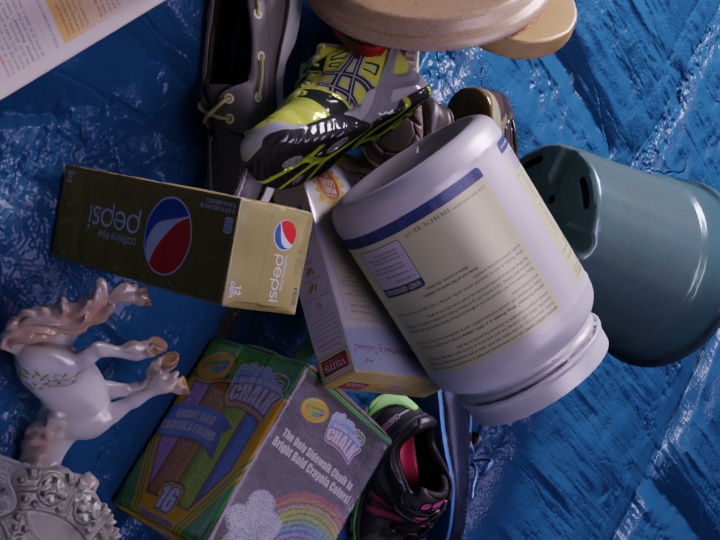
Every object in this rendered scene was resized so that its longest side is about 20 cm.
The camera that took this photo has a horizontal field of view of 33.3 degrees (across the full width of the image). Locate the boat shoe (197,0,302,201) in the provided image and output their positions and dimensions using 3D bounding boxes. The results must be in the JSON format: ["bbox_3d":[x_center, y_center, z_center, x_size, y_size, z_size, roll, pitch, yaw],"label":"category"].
[{"bbox_3d":[-0.093,-0.135,0.908,0.060,0.072,0.204,11,84,-45],"label":"boat shoe"}]

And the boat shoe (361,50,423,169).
[{"bbox_3d":[0.017,-0.180,1.015,0.071,0.076,0.202,2,81,-2],"label":"boat shoe"}]

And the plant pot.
[{"bbox_3d":[0.237,-0.025,1.185,0.195,0.200,0.202,20,85,-38],"label":"plant pot"}]

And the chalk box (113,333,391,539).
[{"bbox_3d":[-0.072,0.137,0.949,0.124,0.123,0.201,47,65,-38],"label":"chalk box"}]

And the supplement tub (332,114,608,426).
[{"bbox_3d":[0.086,0.001,0.914,0.145,0.145,0.201,-39,102,-32],"label":"supplement tub"}]

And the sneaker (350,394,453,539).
[{"bbox_3d":[0.040,0.214,1.102,0.076,0.083,0.202,-19,112,-39],"label":"sneaker"}]

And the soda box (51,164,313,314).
[{"bbox_3d":[-0.125,-0.023,0.805,0.064,0.199,0.068,8,93,-45],"label":"soda box"}]

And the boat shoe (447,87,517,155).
[{"bbox_3d":[0.120,-0.068,1.123,0.066,0.071,0.203,-9,101,-42],"label":"boat shoe"}]

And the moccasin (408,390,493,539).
[{"bbox_3d":[0.089,0.163,1.142,0.068,0.080,0.202,-10,107,-37],"label":"moccasin"}]

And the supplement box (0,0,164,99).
[{"bbox_3d":[-0.218,-0.197,0.764,0.200,0.073,0.127,-41,124,-34],"label":"supplement box"}]

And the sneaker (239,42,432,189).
[{"bbox_3d":[-0.029,-0.121,0.892,0.077,0.075,0.200,53,39,3],"label":"sneaker"}]

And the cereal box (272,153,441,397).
[{"bbox_3d":[0.000,0.000,0.967,0.143,0.039,0.201,14,55,-53],"label":"cereal box"}]

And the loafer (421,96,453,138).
[{"bbox_3d":[0.063,-0.060,1.073,0.071,0.073,0.202,-12,117,-30],"label":"loafer"}]

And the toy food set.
[{"bbox_3d":[0.054,-0.220,0.923,0.198,0.199,0.049,-13,136,-11],"label":"toy food set"}]

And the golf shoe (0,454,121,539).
[{"bbox_3d":[-0.244,0.152,0.795,0.200,0.097,0.079,45,63,-31],"label":"golf shoe"}]

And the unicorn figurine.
[{"bbox_3d":[-0.190,0.088,0.833,0.136,0.074,0.201,-22,125,-7],"label":"unicorn figurine"}]
